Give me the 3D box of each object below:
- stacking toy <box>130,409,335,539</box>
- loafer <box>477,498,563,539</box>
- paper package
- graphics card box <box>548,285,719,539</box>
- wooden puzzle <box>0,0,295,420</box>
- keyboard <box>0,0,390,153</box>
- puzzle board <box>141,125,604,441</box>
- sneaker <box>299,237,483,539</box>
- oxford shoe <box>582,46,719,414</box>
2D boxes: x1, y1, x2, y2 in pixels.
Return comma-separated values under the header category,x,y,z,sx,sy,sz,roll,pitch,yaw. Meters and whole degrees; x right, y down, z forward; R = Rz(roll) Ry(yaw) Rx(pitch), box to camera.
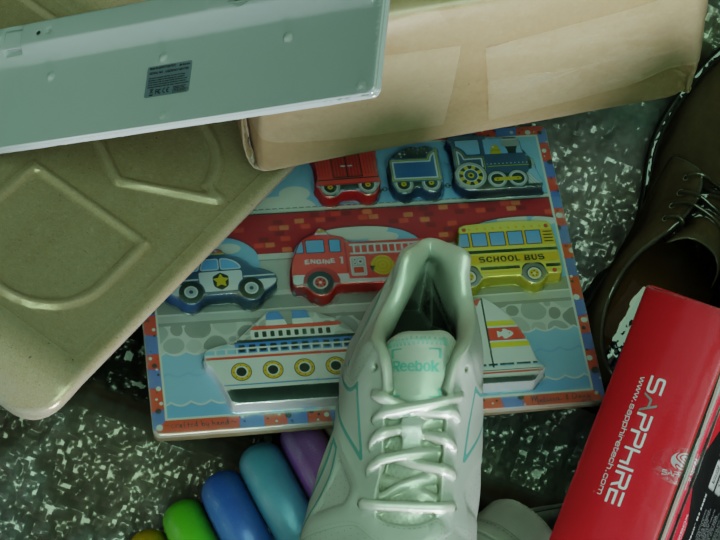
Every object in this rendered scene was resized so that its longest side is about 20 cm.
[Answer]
category,x,y,z,sx,sy,sz,roll,pitch,yaw
stacking toy,-0.071,0.135,0.934,0.200,0.085,0.086,-29,92,-5
loafer,0.052,0.131,0.904,0.070,0.200,0.070,26,103,29
paper package,0.028,-0.158,0.918,0.199,0.104,0.191,-11,61,-9
graphics card box,0.141,0.091,0.908,0.051,0.200,0.126,19,84,23
wooden puzzle,-0.147,-0.047,0.909,0.185,0.046,0.200,35,56,9
keyboard,-0.074,-0.082,0.832,0.199,0.011,0.057,-6,75,33
puzzle board,0.000,0.000,0.944,0.199,0.017,0.151,-4,57,-8
sneaker,0.015,0.070,0.826,0.070,0.080,0.201,6,46,-3
oxford shoe,0.162,-0.023,0.974,0.072,0.084,0.201,26,82,-5
